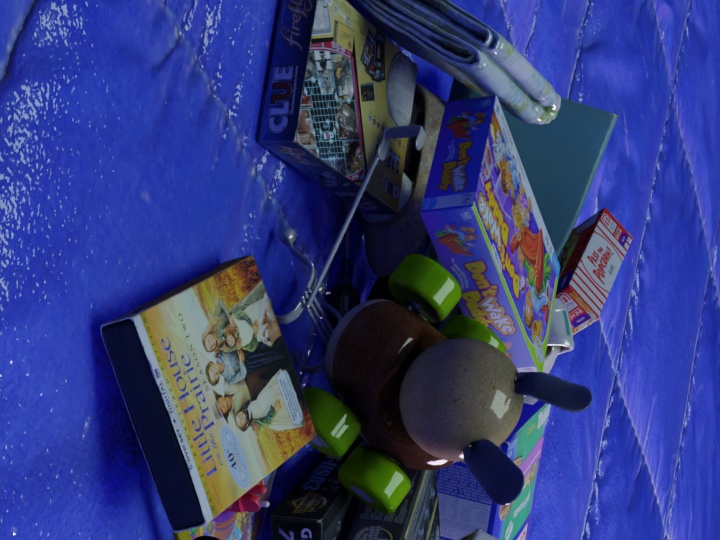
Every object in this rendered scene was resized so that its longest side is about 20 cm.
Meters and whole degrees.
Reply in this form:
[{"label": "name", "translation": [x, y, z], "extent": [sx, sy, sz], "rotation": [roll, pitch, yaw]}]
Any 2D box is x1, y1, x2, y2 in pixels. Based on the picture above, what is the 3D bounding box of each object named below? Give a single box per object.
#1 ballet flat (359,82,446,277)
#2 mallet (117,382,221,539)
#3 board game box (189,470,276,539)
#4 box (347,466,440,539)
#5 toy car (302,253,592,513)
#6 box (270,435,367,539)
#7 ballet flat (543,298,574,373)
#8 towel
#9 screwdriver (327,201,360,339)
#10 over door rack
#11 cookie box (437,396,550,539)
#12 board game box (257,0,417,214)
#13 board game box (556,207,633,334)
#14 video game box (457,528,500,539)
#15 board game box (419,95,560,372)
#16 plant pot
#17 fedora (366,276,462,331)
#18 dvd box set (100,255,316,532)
[{"label": "ballet flat", "translation": [0.029, -0.086, 1.648], "extent": [0.067, 0.068, 0.200], "rotation": [47, 41, -37]}, {"label": "mallet", "translation": [-0.128, 0.149, 1.297], "extent": [0.066, 0.041, 0.200], "rotation": [-49, 134, -56]}, {"label": "board game box", "translation": [-0.075, 0.132, 1.417], "extent": [0.158, 0.039, 0.200], "rotation": [55, 44, -59]}, {"label": "box", "translation": [0.025, 0.257, 1.527], "extent": [0.200, 0.049, 0.161], "rotation": [-67, 158, -53]}, {"label": "toy car", "translation": [0.078, 0.104, 1.409], "extent": [0.164, 0.200, 0.158], "rotation": [-53, 131, -17]}, {"label": "box", "translation": [-0.019, 0.255, 1.553], "extent": [0.200, 0.050, 0.199], "rotation": [-46, 135, -67]}, {"label": "ballet flat", "translation": [0.117, 0.102, 1.729], "extent": [0.069, 0.200, 0.069], "rotation": [38, 27, -23]}, {"label": "towel", "translation": [0.070, -0.194, 1.576], "extent": [0.048, 0.171, 0.200], "rotation": [-54, 157, 5]}, {"label": "screwdriver", "translation": [-0.008, -0.025, 1.588], "extent": [0.028, 0.029, 0.200], "rotation": [18, 77, -69]}, {"label": "over door rack", "translation": [0.000, 0.000, 1.508], "extent": [0.200, 0.067, 0.148], "rotation": [-55, 142, -23]}, {"label": "cookie box", "translation": [0.122, 0.231, 1.872], "extent": [0.171, 0.075, 0.200], "rotation": [-31, 132, -66]}, {"label": "board game box", "translation": [-0.014, -0.137, 1.521], "extent": [0.200, 0.035, 0.136], "rotation": [33, 63, -61]}, {"label": "board game box", "translation": [0.163, 0.039, 1.830], "extent": [0.046, 0.200, 0.152], "rotation": [46, 35, -10]}, {"label": "video game box", "translation": [0.066, 0.336, 1.662], "extent": [0.182, 0.047, 0.200], "rotation": [117, -4, -74]}, {"label": "board game box", "translation": [0.110, -0.023, 1.545], "extent": [0.135, 0.045, 0.200], "rotation": [-75, 150, -43]}, {"label": "plant pot", "translation": [0.132, -0.074, 1.755], "extent": [0.141, 0.141, 0.200], "rotation": [-109, -144, -83]}, {"label": "fedora", "translation": [0.046, 0.059, 1.628], "extent": [0.201, 0.092, 0.201], "rotation": [11, 90, -87]}, {"label": "dvd box set", "translation": [-0.100, 0.079, 1.296], "extent": [0.200, 0.029, 0.146], "rotation": [-30, 102, -67]}]
